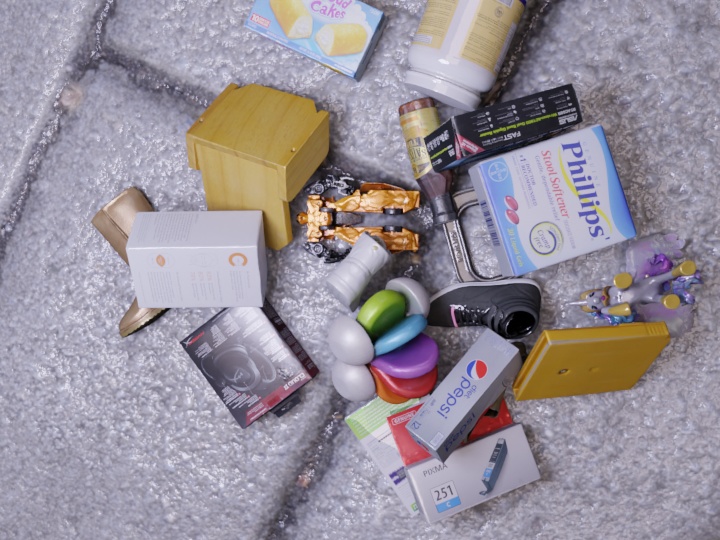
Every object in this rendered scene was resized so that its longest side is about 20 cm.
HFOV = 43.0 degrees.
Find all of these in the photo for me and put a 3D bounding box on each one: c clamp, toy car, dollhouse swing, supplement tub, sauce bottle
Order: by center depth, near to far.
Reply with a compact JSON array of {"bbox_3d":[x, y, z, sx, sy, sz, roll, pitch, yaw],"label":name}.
[{"bbox_3d":[0.054,0.124,1.404,0.175,0.200,0.150,-32,49,-29],"label":"toy car"},{"bbox_3d":[0.158,-0.360,1.405,0.145,0.145,0.200,22,96,6],"label":"supplement tub"},{"bbox_3d":[0.112,-0.173,1.460,0.066,0.066,0.200,-16,87,9],"label":"sauce bottle"},{"bbox_3d":[0.218,-0.066,1.473,0.171,0.027,0.200,-9,93,9],"label":"c clamp"},{"bbox_3d":[-0.155,-0.168,1.489,0.200,0.176,0.182,20,59,27],"label":"dollhouse swing"}]

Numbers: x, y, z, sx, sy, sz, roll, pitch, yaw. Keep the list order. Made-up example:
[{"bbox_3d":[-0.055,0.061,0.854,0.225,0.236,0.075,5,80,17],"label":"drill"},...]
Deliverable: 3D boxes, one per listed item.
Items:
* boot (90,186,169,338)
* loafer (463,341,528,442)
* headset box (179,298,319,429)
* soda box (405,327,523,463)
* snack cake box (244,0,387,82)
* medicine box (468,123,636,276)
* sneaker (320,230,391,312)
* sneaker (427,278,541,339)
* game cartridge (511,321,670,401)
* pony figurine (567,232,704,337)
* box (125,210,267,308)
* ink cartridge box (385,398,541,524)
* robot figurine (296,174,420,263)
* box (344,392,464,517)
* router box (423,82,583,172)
[{"bbox_3d":[-0.388,-0.012,1.548,0.175,0.066,0.200,-38,88,-4],"label":"boot"},{"bbox_3d":[0.201,0.196,1.445,0.200,0.076,0.067,-44,67,-10],"label":"loafer"},{"bbox_3d":[-0.177,0.152,1.518,0.149,0.077,0.200,-38,88,8],"label":"headset box"},{"bbox_3d":[0.159,0.188,1.376,0.063,0.068,0.200,35,75,29],"label":"soda box"},{"bbox_3d":[-0.071,-0.400,1.475,0.200,0.067,0.115,26,97,6],"label":"snack cake box"},{"bbox_3d":[0.292,-0.105,1.407,0.200,0.103,0.182,-19,91,-2],"label":"medicine box"},{"bbox_3d":[0.000,0.000,1.436,0.074,0.200,0.116,42,83,-2],"label":"sneaker"},{"bbox_3d":[0.191,0.069,1.442,0.200,0.099,0.071,-11,119,8],"label":"sneaker"},{"bbox_3d":[0.346,0.136,1.376,0.200,0.176,0.032,-4,56,-14],"label":"game cartridge"},{"bbox_3d":[0.431,0.029,1.385,0.193,0.200,0.167,-11,85,-7],"label":"pony figurine"},{"bbox_3d":[-0.252,-0.018,1.441,0.200,0.098,0.125,0,130,0],"label":"box"},{"bbox_3d":[0.163,0.283,1.459,0.200,0.045,0.176,-20,87,-9],"label":"ink cartridge box"},{"bbox_3d":[-0.004,-0.082,1.489,0.200,0.058,0.145,2,93,7],"label":"robot figurine"},{"bbox_3d":[0.089,0.284,1.509,0.144,0.036,0.200,-35,89,8],"label":"box"},{"bbox_3d":[0.211,-0.211,1.374,0.200,0.150,0.062,-17,91,-11],"label":"router box"}]
